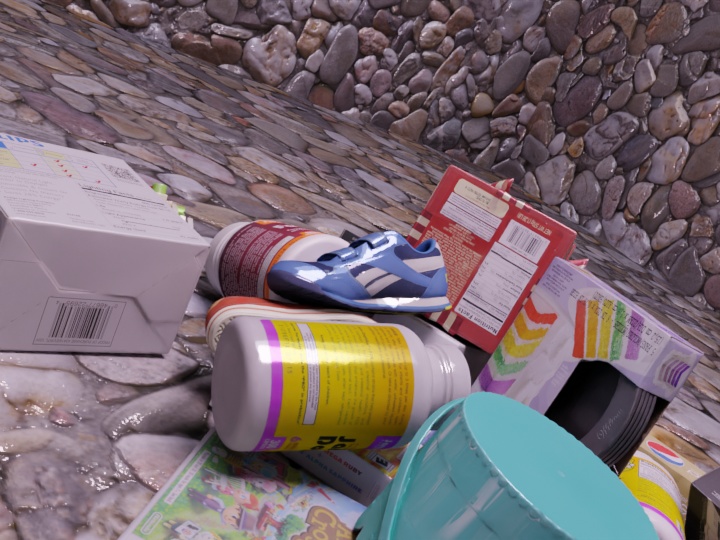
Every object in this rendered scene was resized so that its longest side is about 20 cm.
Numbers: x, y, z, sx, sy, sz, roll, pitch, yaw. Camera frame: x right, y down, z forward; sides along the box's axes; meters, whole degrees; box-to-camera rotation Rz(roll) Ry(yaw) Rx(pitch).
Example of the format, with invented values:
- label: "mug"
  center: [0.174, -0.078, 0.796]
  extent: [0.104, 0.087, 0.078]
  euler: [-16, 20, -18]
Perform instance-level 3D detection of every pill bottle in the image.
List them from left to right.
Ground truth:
- label: "pill bottle"
  center: [-0.090, 0.005, 0.950]
  extent: [0.114, 0.114, 0.200]
  euler: [15, 1, -34]
- label: "pill bottle"
  center: [-0.013, 0.094, 0.705]
  extent: [0.200, 0.104, 0.104]
  euler: [4, 24, -25]
- label: "pill bottle"
  center: [0.259, 0.242, 0.835]
  extent: [0.104, 0.104, 0.200]
  euler: [30, 16, 12]

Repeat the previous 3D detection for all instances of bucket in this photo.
- label: "bucket"
  center: [0.110, 0.197, 0.643]
  extent: [0.207, 0.135, 0.207]
  euler: [32, 17, -11]

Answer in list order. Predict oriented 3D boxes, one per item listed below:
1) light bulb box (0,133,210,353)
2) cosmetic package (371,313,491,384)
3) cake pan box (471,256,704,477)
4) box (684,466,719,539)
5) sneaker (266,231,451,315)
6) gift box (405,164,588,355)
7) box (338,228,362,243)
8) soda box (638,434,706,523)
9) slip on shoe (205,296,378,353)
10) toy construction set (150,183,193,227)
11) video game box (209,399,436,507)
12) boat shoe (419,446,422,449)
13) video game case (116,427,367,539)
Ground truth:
- label: "light bulb box"
  center: [-0.284, -0.028, 0.802]
  extent: [0.198, 0.125, 0.200]
  euler: [8, 23, -45]
- label: "cosmetic package"
  center: [0.077, 0.096, 0.987]
  extent: [0.101, 0.071, 0.200]
  euler: [30, 3, 19]
- label: "cake pan box"
  center: [0.197, 0.105, 0.798]
  extent: [0.052, 0.184, 0.200]
  euler: [24, 14, -26]
- label: "box"
  center: [0.376, 0.294, 0.760]
  extent: [0.050, 0.158, 0.200]
  euler: [-22, 37, -17]
- label: "sneaker"
  center: [0.000, 0.000, 0.846]
  extent: [0.200, 0.082, 0.074]
  euler: [5, -5, -31]
- label: "gift box"
  center: [0.153, -0.011, 0.990]
  extent: [0.184, 0.200, 0.187]
  euler: [35, 2, 12]
- label: "box"
  center: [0.058, 0.032, 1.166]
  extent: [0.200, 0.044, 0.160]
  euler: [30, -12, 11]
- label: "soda box"
  center: [0.378, 0.264, 1.024]
  extent: [0.200, 0.064, 0.068]
  euler: [35, 18, 31]
- label: "slip on shoe"
  center: [-0.057, 0.061, 0.826]
  extent: [0.200, 0.074, 0.061]
  euler: [10, 18, -29]
- label: "toy construction set"
  center: [-0.280, -0.079, 1.029]
  extent: [0.200, 0.092, 0.131]
  euler: [28, -10, -21]
- label: "video game box"
  center: [-0.021, 0.137, 0.840]
  extent: [0.182, 0.047, 0.200]
  euler: [28, 16, 15]
- label: "boat shoe"
  center: [0.113, 0.196, 0.824]
  extent: [0.200, 0.072, 0.065]
  euler: [18, 12, -39]
- label: "video game case"
  center: [-0.063, 0.199, 0.617]
  extent: [0.182, 0.022, 0.200]
  euler: [27, 16, 3]
